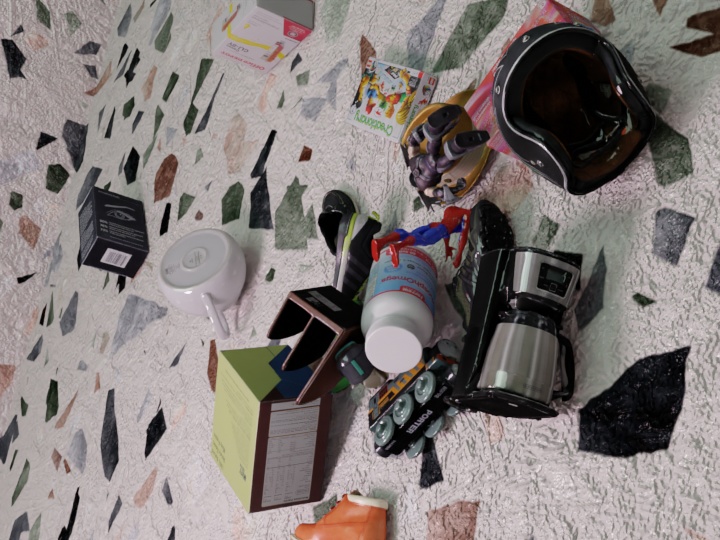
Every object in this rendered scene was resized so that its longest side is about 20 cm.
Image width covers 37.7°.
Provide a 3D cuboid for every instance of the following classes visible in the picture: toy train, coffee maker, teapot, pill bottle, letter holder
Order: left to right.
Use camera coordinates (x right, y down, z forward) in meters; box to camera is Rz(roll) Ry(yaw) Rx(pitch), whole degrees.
[{"bbox_3d":[-0.311,0.025,2.170,0.195,0.147,0.201,12,55,32],"label":"teapot"},{"bbox_3d":[-0.070,0.112,1.590,0.100,0.200,0.143,33,100,12],"label":"letter holder"},{"bbox_3d":[0.057,0.056,1.558,0.109,0.108,0.201,-50,16,31],"label":"pill bottle"},{"bbox_3d":[0.082,0.188,1.549,0.201,0.084,0.115,-51,29,31],"label":"toy train"},{"bbox_3d":[0.187,0.080,1.369,0.190,0.134,0.203,-1,69,46],"label":"coffee maker"}]

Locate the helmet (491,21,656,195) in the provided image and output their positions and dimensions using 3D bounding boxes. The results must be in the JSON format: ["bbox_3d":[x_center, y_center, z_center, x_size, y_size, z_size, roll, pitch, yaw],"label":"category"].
[{"bbox_3d":[0.259,-0.212,1.336,0.201,0.198,0.192,-51,62,30],"label":"helmet"}]

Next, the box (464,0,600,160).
[{"bbox_3d":[0.250,-0.264,1.483,0.201,0.094,0.103,-53,38,28],"label":"box"}]

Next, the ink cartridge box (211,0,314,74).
[{"bbox_3d":[-0.212,-0.522,2.265,0.199,0.143,0.085,-30,53,48],"label":"ink cartridge box"}]

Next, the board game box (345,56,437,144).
[{"bbox_3d":[0.052,-0.299,1.859,0.199,0.034,0.128,32,103,57],"label":"board game box"}]

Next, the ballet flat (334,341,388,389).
[{"bbox_3d":[0.007,0.149,1.590,0.200,0.072,0.074,36,-111,-79],"label":"ballet flat"}]

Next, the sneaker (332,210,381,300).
[{"bbox_3d":[0.000,0.000,1.765,0.072,0.081,0.203,-64,-20,-69],"label":"sneaker"}]

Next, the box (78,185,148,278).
[{"bbox_3d":[-0.639,-0.100,2.720,0.105,0.146,0.202,-51,37,30],"label":"box"}]

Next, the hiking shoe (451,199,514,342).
[{"bbox_3d":[0.164,-0.002,1.510,0.100,0.075,0.203,-23,57,46],"label":"hiking shoe"}]

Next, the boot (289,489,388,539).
[{"bbox_3d":[-0.030,0.395,1.635,0.198,0.074,0.109,-9,65,46],"label":"boot"}]

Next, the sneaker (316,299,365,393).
[{"bbox_3d":[-0.032,0.121,1.745,0.201,0.084,0.078,-57,35,24],"label":"sneaker"}]

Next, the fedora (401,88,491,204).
[{"bbox_3d":[0.126,-0.204,1.656,0.200,0.081,0.204,-32,50,47],"label":"fedora"}]

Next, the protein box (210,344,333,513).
[{"bbox_3d":[-0.153,0.260,1.769,0.198,0.133,0.203,38,126,56],"label":"protein box"}]

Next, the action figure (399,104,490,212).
[{"bbox_3d":[0.114,-0.164,1.540,0.131,0.069,0.200,57,159,8],"label":"action figure"}]

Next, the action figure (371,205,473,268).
[{"bbox_3d":[0.108,-0.032,1.546,0.065,0.198,0.101,19,126,46],"label":"action figure"}]

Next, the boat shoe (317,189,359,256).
[{"bbox_3d":[-0.044,-0.082,1.874,0.075,0.065,0.201,-50,39,32],"label":"boat shoe"}]
